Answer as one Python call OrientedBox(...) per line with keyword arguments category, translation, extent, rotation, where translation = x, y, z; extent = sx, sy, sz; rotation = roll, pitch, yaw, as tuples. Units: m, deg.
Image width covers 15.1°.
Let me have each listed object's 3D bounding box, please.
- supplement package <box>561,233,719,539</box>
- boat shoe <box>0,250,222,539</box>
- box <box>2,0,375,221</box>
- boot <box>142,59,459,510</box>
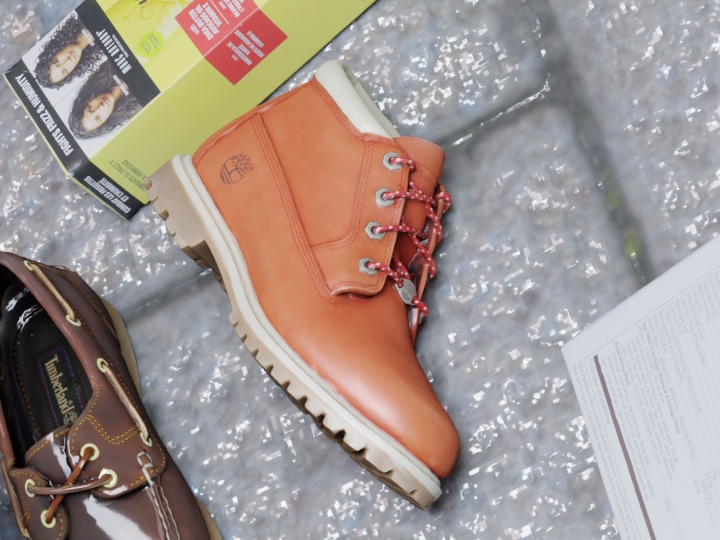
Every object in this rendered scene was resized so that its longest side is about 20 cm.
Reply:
OrientedBox(category="supplement package", translation=(0.184, 0.032, 0.885), extent=(0.200, 0.109, 0.114), rotation=(-37, 53, 32))
OrientedBox(category="boat shoe", translation=(-0.112, 0.079, 1.086), extent=(0.070, 0.070, 0.200), rotation=(-34, 57, 9))
OrientedBox(category="box", translation=(-0.053, -0.117, 1.156), extent=(0.200, 0.050, 0.075), rotation=(-40, 54, 7))
OrientedBox(category="boot", translation=(0.000, 0.000, 1.062), extent=(0.107, 0.075, 0.200), rotation=(-36, 54, 3))
